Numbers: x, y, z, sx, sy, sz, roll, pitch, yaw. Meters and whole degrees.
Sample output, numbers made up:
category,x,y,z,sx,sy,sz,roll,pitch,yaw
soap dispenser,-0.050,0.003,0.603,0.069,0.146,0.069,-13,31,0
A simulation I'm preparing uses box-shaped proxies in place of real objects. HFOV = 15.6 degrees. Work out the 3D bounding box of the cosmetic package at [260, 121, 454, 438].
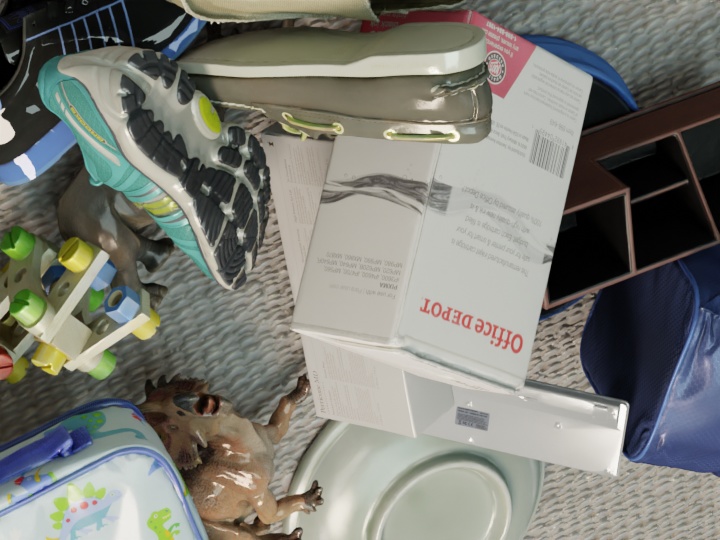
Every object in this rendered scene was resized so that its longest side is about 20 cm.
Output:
category,x,y,z,sx,sy,sz,roll,pitch,yaw
cosmetic package,0.000,0.000,1.631,0.051,0.082,0.201,-38,127,-44

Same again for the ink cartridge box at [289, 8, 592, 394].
category,x,y,z,sx,sy,sz,roll,pitch,yaw
ink cartridge box,0.050,-0.040,1.549,0.145,0.085,0.201,21,78,-52

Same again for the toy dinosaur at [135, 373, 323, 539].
category,x,y,z,sx,sy,sz,roll,pitch,yaw
toy dinosaur,-0.102,0.136,1.670,0.135,0.086,0.201,4,124,-24

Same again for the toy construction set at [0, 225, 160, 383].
category,x,y,z,sx,sy,sz,roll,pitch,yaw
toy construction set,-0.218,0.055,1.528,0.200,0.131,0.092,-37,126,-6

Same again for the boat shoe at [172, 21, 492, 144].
category,x,y,z,sx,sy,sz,roll,pitch,yaw
boat shoe,-0.018,-0.102,1.473,0.072,0.201,0.061,-41,126,-51

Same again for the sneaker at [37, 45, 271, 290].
category,x,y,z,sx,sy,sz,roll,pitch,yaw
sneaker,-0.112,-0.063,1.494,0.200,0.079,0.078,55,50,-46

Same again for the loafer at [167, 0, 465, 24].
category,x,y,z,sx,sy,sz,roll,pitch,yaw
loafer,-0.016,-0.175,1.455,0.199,0.068,0.076,-11,127,-17

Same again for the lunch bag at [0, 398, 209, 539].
category,x,y,z,sx,sy,sz,roll,pitch,yaw
lunch bag,-0.188,0.174,1.534,0.199,0.082,0.161,-28,123,-9

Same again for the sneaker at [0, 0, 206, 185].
category,x,y,z,sx,sy,sz,roll,pitch,yaw
sneaker,-0.157,-0.139,1.497,0.200,0.070,0.078,-45,128,-1

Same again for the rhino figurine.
category,x,y,z,sx,sy,sz,roll,pitch,yaw
rhino figurine,-0.103,-0.078,1.565,0.087,0.060,0.200,37,91,-28

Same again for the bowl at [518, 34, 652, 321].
category,x,y,z,sx,sy,sz,roll,pitch,yaw
bowl,0.102,-0.053,1.704,0.200,0.039,0.201,-13,121,-22

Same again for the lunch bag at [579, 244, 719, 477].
category,x,y,z,sx,sy,sz,roll,pitch,yaw
lunch bag,0.238,0.049,1.739,0.132,0.200,0.136,14,114,-15

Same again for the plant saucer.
category,x,y,z,sx,sy,sz,roll,pitch,yaw
plant saucer,0.046,0.164,1.782,0.199,0.050,0.201,-13,120,-23

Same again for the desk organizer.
category,x,y,z,sx,sy,sz,roll,pitch,yaw
desk organizer,0.180,-0.050,1.674,0.199,0.077,0.072,-20,123,-18

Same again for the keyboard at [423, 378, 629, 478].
category,x,y,z,sx,sy,sz,roll,pitch,yaw
keyboard,0.073,0.088,1.701,0.199,0.011,0.057,12,122,13
